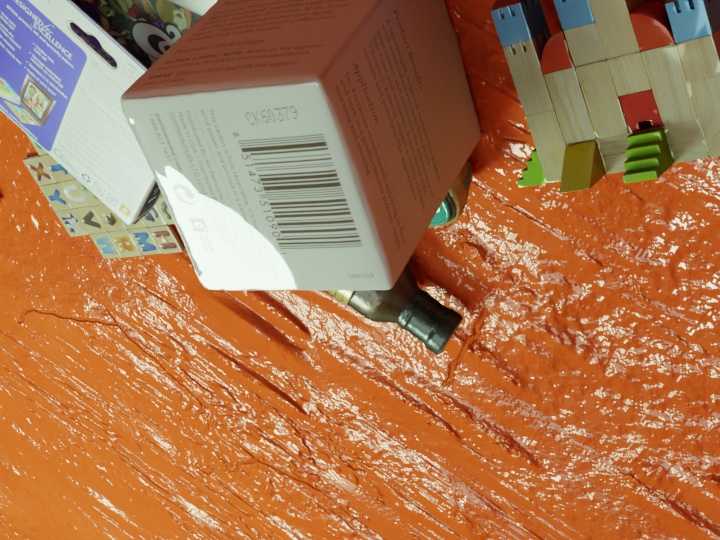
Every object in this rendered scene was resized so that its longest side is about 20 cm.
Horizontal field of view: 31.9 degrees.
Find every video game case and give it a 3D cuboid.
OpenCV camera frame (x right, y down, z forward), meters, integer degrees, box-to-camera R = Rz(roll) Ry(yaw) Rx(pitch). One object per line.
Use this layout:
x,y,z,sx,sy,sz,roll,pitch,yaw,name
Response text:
-0.184,-0.193,1.062,0.180,0.036,0.202,28,140,17,video game case

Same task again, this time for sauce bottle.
0.000,0.000,1.109,0.199,0.065,0.065,35,141,5,sauce bottle

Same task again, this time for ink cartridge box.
-0.233,-0.158,1.071,0.198,0.043,0.200,42,145,-1,ink cartridge box

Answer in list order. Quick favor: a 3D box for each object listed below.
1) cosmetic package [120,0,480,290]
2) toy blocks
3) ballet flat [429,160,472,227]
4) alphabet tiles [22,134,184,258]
-0.033,-0.110,0.908,0.163,0.201,0.166,-1,126,29,cosmetic package
0.174,-0.139,0.823,0.198,0.100,0.138,-6,111,43,toy blocks
0.005,-0.064,1.039,0.198,0.063,0.069,1,131,32,ballet flat
-0.264,-0.084,1.291,0.198,0.006,0.168,-4,123,41,alphabet tiles
